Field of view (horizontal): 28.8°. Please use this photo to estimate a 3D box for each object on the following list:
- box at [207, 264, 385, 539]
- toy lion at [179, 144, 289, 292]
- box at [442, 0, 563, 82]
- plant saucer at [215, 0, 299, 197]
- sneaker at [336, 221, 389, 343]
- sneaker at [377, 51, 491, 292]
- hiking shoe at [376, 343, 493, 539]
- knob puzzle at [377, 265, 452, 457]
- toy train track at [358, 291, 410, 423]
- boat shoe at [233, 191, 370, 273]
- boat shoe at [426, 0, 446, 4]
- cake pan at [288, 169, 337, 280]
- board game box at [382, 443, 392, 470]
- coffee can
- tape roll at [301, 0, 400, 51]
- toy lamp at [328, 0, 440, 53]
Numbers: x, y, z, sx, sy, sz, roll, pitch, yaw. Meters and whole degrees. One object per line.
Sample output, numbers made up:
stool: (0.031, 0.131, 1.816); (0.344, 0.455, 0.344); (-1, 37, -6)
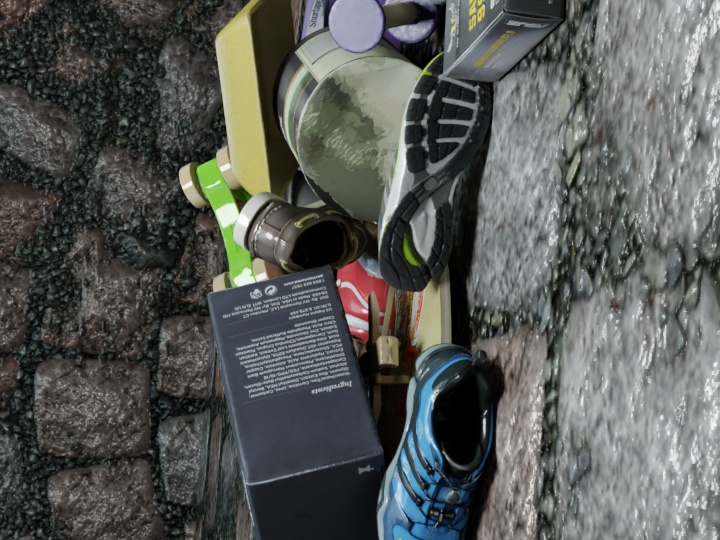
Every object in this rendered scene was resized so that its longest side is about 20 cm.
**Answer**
box: (-0.051, 0.141, 1.212); (0.198, 0.116, 0.202); (85, 170, -50)
toy lion: (-0.103, -0.019, 1.517); (0.191, 0.068, 0.203); (20, -131, -68)
box: (0.109, -0.263, 1.067); (0.158, 0.048, 0.203); (148, 127, -75)
plant saucer: (-0.104, -0.187, 1.451); (0.200, 0.048, 0.203); (-70, -25, -67)
sneaker: (0.000, 0.000, 1.438); (0.200, 0.070, 0.114); (-114, 34, -64)
sneaker: (0.051, -0.087, 1.171); (0.081, 0.073, 0.203); (-144, 71, -75)
hiking shoe: (0.057, 0.157, 1.068); (0.087, 0.073, 0.203); (-173, 88, -79)
knob puzzle: (0.055, 0.066, 1.226); (0.219, 0.030, 0.223); (-170, 90, -78)
toy train track: (0.018, 0.086, 1.249); (0.200, 0.032, 0.117); (127, 144, -75)
boat shoe: (-0.039, -0.026, 1.261); (0.073, 0.059, 0.199); (-63, -25, 8)
boat shoe: (0.074, -0.342, 1.267); (0.071, 0.071, 0.203); (134, 129, -60)
cake pan: (-0.037, -0.013, 1.540); (0.200, 0.036, 0.204); (-9, -90, -81)
board game box: (0.017, 0.198, 1.364); (0.201, 0.028, 0.137); (-105, 25, -60)
coffee can: (-0.001, -0.144, 1.318); (0.200, 0.144, 0.149); (-120, 37, -70)
tape roll: (-0.016, -0.240, 1.595); (0.200, 0.084, 0.203); (-174, 90, -79)
toy lamp: (0.029, -0.227, 1.260); (0.200, 0.057, 0.059); (-35, -43, -65)
